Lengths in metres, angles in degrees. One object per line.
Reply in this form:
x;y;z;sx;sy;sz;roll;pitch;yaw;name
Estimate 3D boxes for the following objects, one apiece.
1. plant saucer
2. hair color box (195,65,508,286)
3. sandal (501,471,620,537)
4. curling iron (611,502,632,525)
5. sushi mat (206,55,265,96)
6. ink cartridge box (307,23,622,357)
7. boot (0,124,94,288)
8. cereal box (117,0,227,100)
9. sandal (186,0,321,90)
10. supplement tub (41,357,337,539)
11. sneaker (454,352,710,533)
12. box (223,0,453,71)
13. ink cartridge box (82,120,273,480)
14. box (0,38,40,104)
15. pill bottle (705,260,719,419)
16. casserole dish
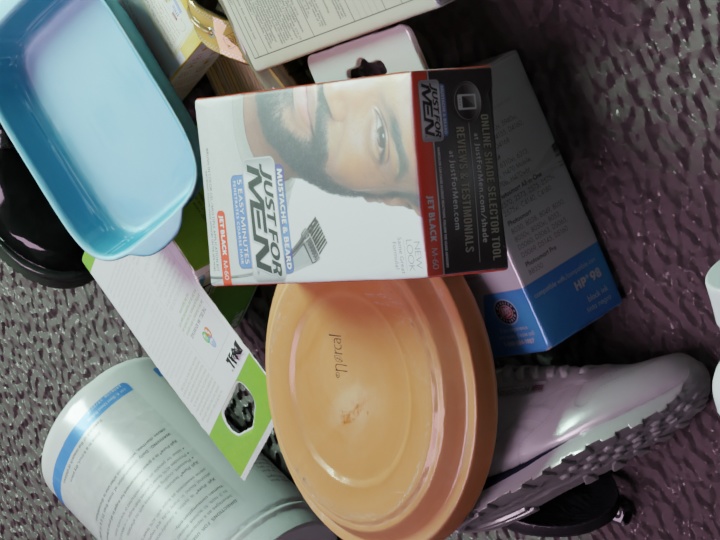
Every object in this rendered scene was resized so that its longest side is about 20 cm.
0.004;0.067;1.456;0.200;0.032;0.202;9;102;50;plant saucer
-0.009;-0.050;1.380;0.199;0.064;0.112;-3;92;50;hair color box
0.075;0.100;1.525;0.200;0.075;0.048;33;146;38;sandal
0.091;0.119;1.565;0.199;0.025;0.050;28;140;41;curling iron
-0.049;-0.064;1.632;0.095;0.012;0.201;-4;111;55;sushi mat
0.059;-0.053;1.436;0.116;0.066;0.201;-10;106;57;ink cartridge box
-0.250;-0.102;1.823;0.211;0.079;0.158;51;147;16;boot
-0.151;-0.182;1.647;0.145;0.039;0.200;64;150;8;cereal box
-0.072;-0.153;1.524;0.054;0.080;0.201;-24;100;26;sandal
-0.127;0.170;1.817;0.200;0.131;0.133;42;144;28;supplement tub
0.108;0.084;1.429;0.199;0.076;0.081;-28;66;28;sneaker
-0.001;-0.184;1.406;0.199;0.077;0.096;-9;106;57;box
-0.097;0.023;1.695;0.200;0.075;0.148;53;152;13;ink cartridge box
-0.268;-0.208;1.689;0.094;0.102;0.202;3;104;61;box
0.241;0.083;1.245;0.111;0.111;0.201;1;116;54;pill bottle
-0.169;-0.102;1.615;0.121;0.039;0.201;-38;80;30;casserole dish
